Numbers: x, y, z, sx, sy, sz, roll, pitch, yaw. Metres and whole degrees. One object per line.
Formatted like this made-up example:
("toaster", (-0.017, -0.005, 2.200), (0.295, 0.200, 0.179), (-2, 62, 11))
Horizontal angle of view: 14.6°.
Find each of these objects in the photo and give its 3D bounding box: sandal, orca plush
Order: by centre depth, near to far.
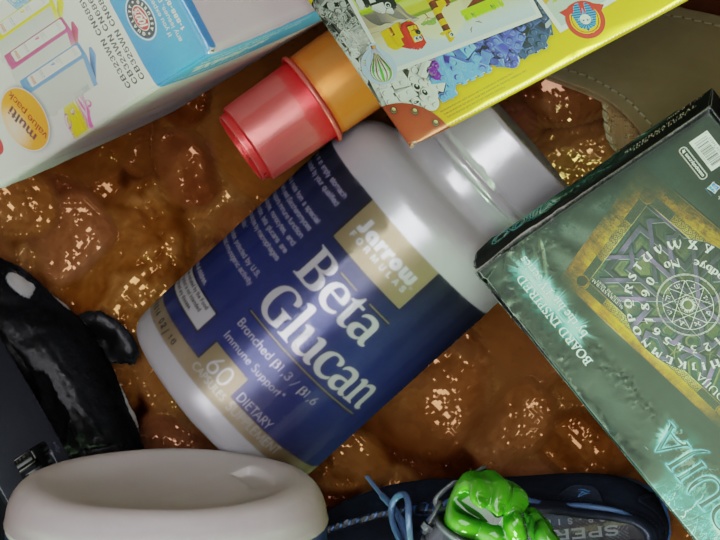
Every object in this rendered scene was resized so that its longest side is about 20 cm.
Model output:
("sandal", (0.143, -0.082, 1.336), (0.211, 0.070, 0.078), (30, 76, 27))
("orca plush", (-0.155, 0.087, 1.375), (0.105, 0.071, 0.201), (-14, 94, 6))

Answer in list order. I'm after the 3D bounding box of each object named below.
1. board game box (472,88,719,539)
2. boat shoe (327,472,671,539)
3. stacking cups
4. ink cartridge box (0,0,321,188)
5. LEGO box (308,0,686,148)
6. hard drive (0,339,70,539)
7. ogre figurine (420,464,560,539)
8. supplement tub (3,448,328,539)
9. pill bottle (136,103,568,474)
("board game box", (0.163, 0.034, 1.272), (0.135, 0.028, 0.200), (-34, 104, 21))
("boat shoe", (0.048, 0.131, 1.361), (0.199, 0.069, 0.084), (-17, 93, 6))
("stacking cups", (0.025, -0.113, 1.308), (0.200, 0.061, 0.061), (-35, 91, -2))
("ink cartridge box", (-0.115, -0.134, 1.295), (0.200, 0.125, 0.129), (-28, 91, 45))
("LEGO box", (0.067, -0.165, 1.183), (0.200, 0.077, 0.149), (-27, 105, 34))
("hard drive", (-0.217, 0.064, 1.359), (0.135, 0.042, 0.200), (-31, 91, 47))
("ogre figurine", (0.070, 0.192, 1.299), (0.120, 0.098, 0.200), (-36, 134, 1))
("supplement tub", (-0.085, 0.190, 1.252), (0.144, 0.144, 0.201), (0, 99, 5))
("pill bottle", (0.000, 0.000, 1.333), (0.200, 0.111, 0.111), (-43, 90, 7))
